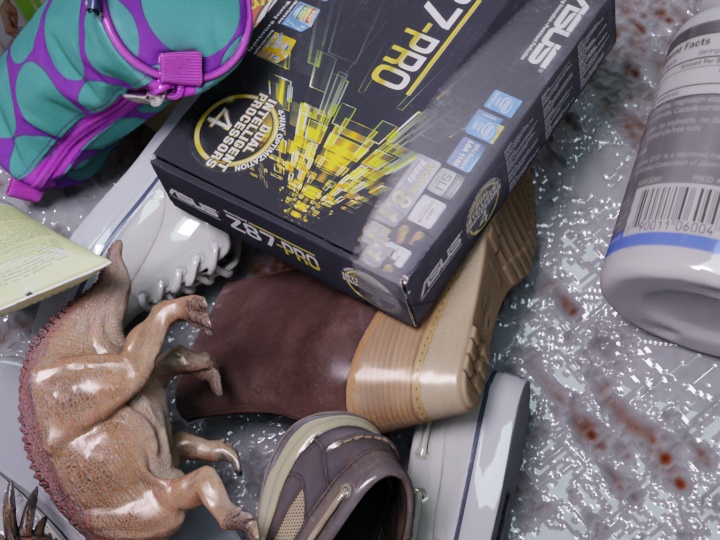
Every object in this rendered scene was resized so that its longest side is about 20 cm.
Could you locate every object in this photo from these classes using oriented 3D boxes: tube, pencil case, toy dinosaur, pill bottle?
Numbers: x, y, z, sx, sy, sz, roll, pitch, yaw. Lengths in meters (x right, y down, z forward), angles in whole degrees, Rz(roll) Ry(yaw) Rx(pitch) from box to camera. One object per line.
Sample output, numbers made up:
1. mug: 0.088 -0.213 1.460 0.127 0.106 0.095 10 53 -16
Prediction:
1. tube: -0.182 -0.003 0.735 0.052 0.200 0.058 28 87 -23
2. pencil case: -0.136 -0.106 0.758 0.085 0.200 0.093 13 70 -28
3. toy dinosaur: -0.125 0.083 0.670 0.134 0.086 0.202 -12 82 -8
4. pill bottle: 0.203 -0.065 0.745 0.113 0.114 0.201 16 73 13

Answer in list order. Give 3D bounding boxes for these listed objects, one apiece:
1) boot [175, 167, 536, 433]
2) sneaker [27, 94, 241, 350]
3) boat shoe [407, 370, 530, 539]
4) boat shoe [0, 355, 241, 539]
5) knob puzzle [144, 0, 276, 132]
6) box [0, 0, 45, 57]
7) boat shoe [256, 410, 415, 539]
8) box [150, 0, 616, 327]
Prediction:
1. boot: 0.000 0.000 0.768 0.165 0.073 0.201 -2 44 26
2. sneaker: -0.104 -0.015 0.784 0.070 0.073 0.201 31 83 15
3. boat shoe: 0.033 0.140 0.716 0.065 0.072 0.202 10 71 16
4. boat shoe: -0.128 0.124 0.741 0.200 0.070 0.071 44 76 -7
5. knob puzzle: -0.063 -0.148 0.851 0.218 0.030 0.222 -2 82 13
6. box: -0.261 -0.149 0.789 0.096 0.200 0.177 22 75 15
7. boat shoe: -0.024 0.168 0.666 0.074 0.073 0.202 7 98 -27
8. box: 0.014 -0.088 0.739 0.160 0.049 0.200 28 68 24
